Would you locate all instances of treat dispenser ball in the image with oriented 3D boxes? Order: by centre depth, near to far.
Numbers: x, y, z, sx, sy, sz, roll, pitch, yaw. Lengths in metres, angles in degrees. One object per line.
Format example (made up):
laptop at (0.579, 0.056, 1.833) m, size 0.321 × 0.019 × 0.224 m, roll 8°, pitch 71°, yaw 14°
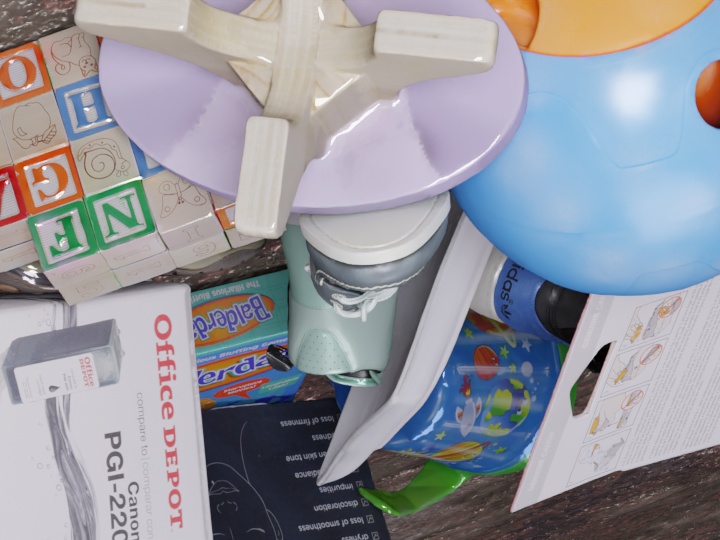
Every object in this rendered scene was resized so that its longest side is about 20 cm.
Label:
treat dispenser ball at (0.132, -0.088, 1.339) m, size 0.200 × 0.202 × 0.201 m, roll -17°, pitch 162°, yaw -6°

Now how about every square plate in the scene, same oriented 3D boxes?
square plate at (0.039, 0.019, 1.582) m, size 0.028 × 0.199 × 0.200 m, roll 25°, pitch 158°, yaw -5°

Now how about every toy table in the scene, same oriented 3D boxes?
toy table at (-0.029, -0.097, 1.216) m, size 0.199 × 0.185 × 0.117 m, roll -6°, pitch 169°, yaw 8°

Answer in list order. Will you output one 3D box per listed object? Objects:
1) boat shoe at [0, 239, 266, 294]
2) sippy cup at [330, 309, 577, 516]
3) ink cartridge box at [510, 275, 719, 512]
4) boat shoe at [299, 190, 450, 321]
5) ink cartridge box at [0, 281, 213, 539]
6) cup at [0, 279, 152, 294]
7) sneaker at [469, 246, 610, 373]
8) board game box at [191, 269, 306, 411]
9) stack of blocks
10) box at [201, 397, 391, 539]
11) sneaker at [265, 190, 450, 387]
boat shoe at (-0.119, -0.032, 1.425) m, size 0.074 × 0.074 × 0.200 m, roll 1°, pitch -173°, yaw 36°
sippy cup at (0.054, 0.070, 1.800) m, size 0.139 × 0.179 × 0.130 m, roll -10°, pitch 172°, yaw 37°
ink cartridge box at (0.168, 0.035, 1.539) m, size 0.176 × 0.045 × 0.200 m, roll -14°, pitch 139°, yaw -30°
boat shoe at (0.007, -0.009, 1.317) m, size 0.072 × 0.062 × 0.200 m, roll -9°, pitch -168°, yaw -4°
ink cartridge box at (-0.178, 0.087, 1.374) m, size 0.200 × 0.146 × 0.085 m, roll -9°, pitch -175°, yaw -43°
cup at (-0.220, 0.065, 1.488) m, size 0.200 × 0.201 × 0.143 m, roll -3°, pitch 180°, yaw -41°
sneaker at (0.157, 0.017, 1.652) m, size 0.200 × 0.111 × 0.077 m, roll 5°, pitch 106°, yaw -59°
board game box at (-0.111, 0.068, 1.786) m, size 0.151 × 0.045 × 0.200 m, roll -14°, pitch 161°, yaw -17°
stack of blocks at (-0.148, -0.047, 1.313) m, size 0.199 × 0.116 × 0.059 m, roll -19°, pitch 162°, yaw 0°
box at (-0.085, 0.202, 1.812) m, size 0.199 × 0.197 × 0.124 m, roll -3°, pitch 157°, yaw -42°
sneaker at (0.000, 0.000, 1.524) m, size 0.073 × 0.119 × 0.200 m, roll 4°, pitch -168°, yaw 18°
